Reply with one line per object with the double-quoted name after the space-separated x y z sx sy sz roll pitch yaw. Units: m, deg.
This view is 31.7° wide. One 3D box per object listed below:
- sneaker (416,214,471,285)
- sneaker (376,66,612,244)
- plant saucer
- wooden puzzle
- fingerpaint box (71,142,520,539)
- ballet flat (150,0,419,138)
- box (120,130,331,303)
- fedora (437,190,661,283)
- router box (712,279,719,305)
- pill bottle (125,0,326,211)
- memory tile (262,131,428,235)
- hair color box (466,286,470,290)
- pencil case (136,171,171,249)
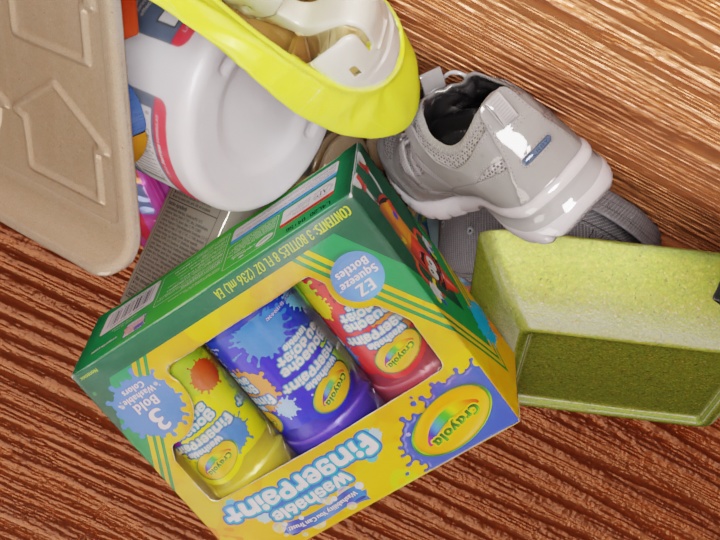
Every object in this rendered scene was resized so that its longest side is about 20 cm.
0.014 -0.019 0.954 0.129 0.081 0.198 -22 163 37 "sneaker"
0.055 -0.076 0.656 0.082 0.075 0.200 50 168 -21 "sneaker"
0.162 0.047 0.784 0.196 0.049 0.200 7 157 4 "plant saucer"
-0.170 -0.121 0.650 0.184 0.203 0.046 25 -147 35 "wooden puzzle"
-0.034 0.056 0.726 0.168 0.198 0.074 52 -160 -21 "fingerpaint box"
-0.033 -0.116 0.542 0.199 0.068 0.067 29 156 -34 "ballet flat"
-0.070 -0.048 0.823 0.077 0.202 0.095 25 179 -35 "box"
0.108 -0.021 0.866 0.175 0.091 0.199 26 179 -33 "fedora"
0.273 0.038 0.584 0.149 0.063 0.199 23 178 43 "router box"
-0.121 -0.121 0.721 0.198 0.121 0.119 26 180 35 "pill bottle"
0.000 0.000 0.819 0.017 0.153 0.202 17 134 33 "memory tile"
0.053 -0.037 1.170 0.112 0.064 0.200 56 -169 24 "hair color box"
-0.134 -0.054 0.915 0.088 0.089 0.201 25 154 28 "pencil case"
